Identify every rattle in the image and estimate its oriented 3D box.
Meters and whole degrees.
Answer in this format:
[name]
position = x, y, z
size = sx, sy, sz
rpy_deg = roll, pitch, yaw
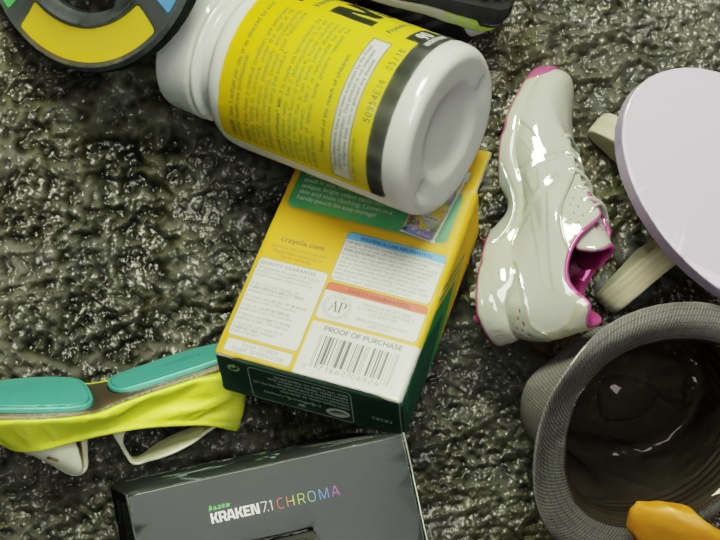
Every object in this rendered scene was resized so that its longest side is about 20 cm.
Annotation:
[rattle]
position = 0.285, 0.169, 1.321
size = 0.143, 0.130, 0.200
rpy_deg = 38, 61, 18

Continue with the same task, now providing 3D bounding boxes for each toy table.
[toy table]
position = 0.244, -0.043, 1.330
size = 0.184, 0.117, 0.200
rpy_deg = -35, 91, -11

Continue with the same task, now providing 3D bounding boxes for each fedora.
[fedora]
position = 0.179, 0.095, 1.306
size = 0.200, 0.090, 0.177
rpy_deg = -12, 112, -24

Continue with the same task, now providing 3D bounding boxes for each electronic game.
[electronic game]
position = -0.173, -0.228, 1.251
size = 0.042, 0.200, 0.200
rpy_deg = -12, 86, -53

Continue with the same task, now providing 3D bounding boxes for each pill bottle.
[pill bottle]
position = -0.026, -0.120, 1.252
size = 0.200, 0.114, 0.114
rpy_deg = 23, 80, 25

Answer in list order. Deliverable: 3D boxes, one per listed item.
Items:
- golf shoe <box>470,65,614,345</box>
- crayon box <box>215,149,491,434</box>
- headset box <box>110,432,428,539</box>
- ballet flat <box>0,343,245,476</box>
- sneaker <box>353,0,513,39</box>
[golf shoe]
position = 0.135, -0.043, 1.314
size = 0.091, 0.075, 0.201
rpy_deg = 2, 74, 28
[crayon box]
position = 0.000, 0.000, 1.273
size = 0.125, 0.052, 0.200
rpy_deg = 14, 60, 13
[headset box]
position = -0.060, 0.162, 1.216
size = 0.174, 0.200, 0.093
rpy_deg = -11, 87, -12
[ballet flat]
position = -0.170, 0.099, 1.274
size = 0.199, 0.067, 0.067
rpy_deg = -10, 108, -13
[sneaker]
position = 0.014, -0.187, 1.293
size = 0.200, 0.083, 0.072
rpy_deg = 16, 57, -36
